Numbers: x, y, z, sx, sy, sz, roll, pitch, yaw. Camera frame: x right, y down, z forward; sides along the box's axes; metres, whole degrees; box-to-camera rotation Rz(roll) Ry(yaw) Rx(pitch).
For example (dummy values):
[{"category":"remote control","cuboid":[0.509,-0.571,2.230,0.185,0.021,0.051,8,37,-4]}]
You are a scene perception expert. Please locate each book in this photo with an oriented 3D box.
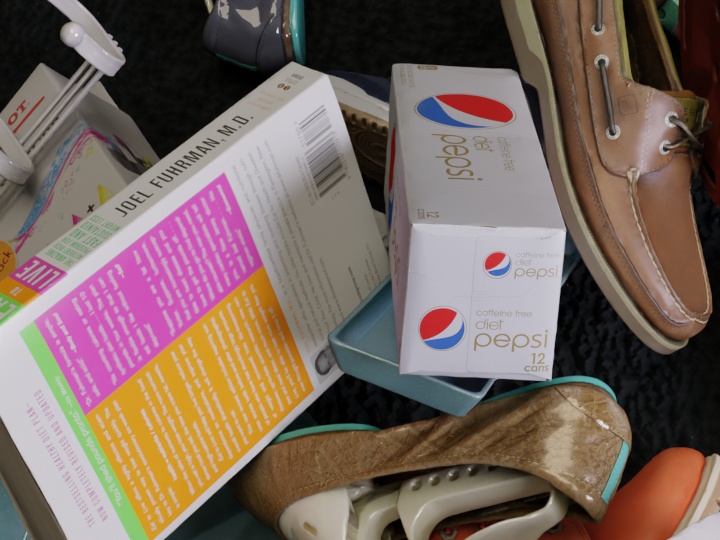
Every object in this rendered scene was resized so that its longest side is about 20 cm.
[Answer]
[{"category":"book","cuboid":[-0.072,0.021,0.796,0.200,0.134,0.048,-39,40,-26]}]

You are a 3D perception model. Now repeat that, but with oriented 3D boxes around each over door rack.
[{"category":"over door rack","cuboid":[-0.203,-0.105,0.905,0.148,0.066,0.200,-47,42,12]}]

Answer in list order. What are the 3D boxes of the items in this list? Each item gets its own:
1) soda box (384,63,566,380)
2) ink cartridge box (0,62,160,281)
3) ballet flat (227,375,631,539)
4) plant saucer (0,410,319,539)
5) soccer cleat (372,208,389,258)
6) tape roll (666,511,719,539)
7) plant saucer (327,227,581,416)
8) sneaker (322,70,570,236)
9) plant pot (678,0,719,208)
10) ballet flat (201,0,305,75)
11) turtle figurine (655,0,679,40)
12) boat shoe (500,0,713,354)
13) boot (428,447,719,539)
[{"category":"soda box","cuboid":[0.045,-0.027,0.812,0.063,0.069,0.200,2,24,-3]},{"category":"ink cartridge box","cuboid":[-0.146,-0.015,0.902,0.115,0.068,0.200,-49,46,10]},{"category":"ballet flat","cuboid":[0.023,0.100,0.801,0.198,0.068,0.073,-13,51,26]},{"category":"plant saucer","cuboid":[-0.096,0.140,0.883,0.198,0.036,0.202,-2,62,4]},{"category":"soccer cleat","cuboid":[0.000,0.000,0.918,0.198,0.085,0.069,19,65,15]},{"category":"tape roll","cuboid":[0.107,0.192,0.742,0.202,0.203,0.071,-40,66,-14]},{"category":"plant saucer","cuboid":[0.049,0.012,0.842,0.069,0.019,0.200,20,27,13]},{"category":"sneaker","cuboid":[0.074,-0.084,0.962,0.198,0.070,0.109,22,71,9]},{"category":"plant pot","cuboid":[0.258,-0.109,0.873,0.193,0.201,0.203,-4,62,-2]},{"category":"ballet flat","cuboid":[-0.058,-0.200,1.041,0.072,0.073,0.202,1,65,7]},{"category":"turtle figurine","cuboid":[0.120,-0.198,1.003,0.199,0.101,0.151,26,82,2]},{"category":"boat shoe","cuboid":[0.127,-0.064,0.869,0.068,0.072,0.202,-26,78,29]},{"category":"boot","cuboid":[0.077,0.132,0.835,0.200,0.075,0.107,-41,79,-16]}]
